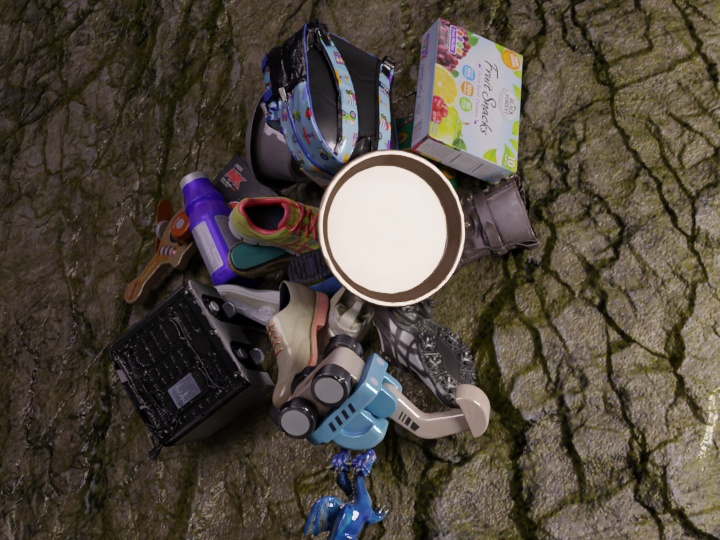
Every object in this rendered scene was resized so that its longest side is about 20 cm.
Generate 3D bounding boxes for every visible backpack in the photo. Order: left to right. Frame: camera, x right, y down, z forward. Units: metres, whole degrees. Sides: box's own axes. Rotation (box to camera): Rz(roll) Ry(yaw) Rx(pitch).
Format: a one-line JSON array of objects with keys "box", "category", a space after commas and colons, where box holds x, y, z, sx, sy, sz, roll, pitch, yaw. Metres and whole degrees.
[{"box": [-0.037, -0.203, 1.597, 0.134, 0.182, 0.200, -26, 61, 36], "category": "backpack"}]

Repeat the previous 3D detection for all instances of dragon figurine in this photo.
[{"box": [-0.027, 0.313, 1.474, 0.059, 0.099, 0.200, 15, 74, 45], "category": "dragon figurine"}]

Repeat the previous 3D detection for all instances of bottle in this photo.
[{"box": [-0.222, -0.060, 1.852, 0.065, 0.084, 0.200, -33, 68, 16], "category": "bottle"}]

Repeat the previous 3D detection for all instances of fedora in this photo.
[{"box": [-0.081, -0.206, 1.805, 0.090, 0.177, 0.200, 22, 58, 35], "category": "fedora"}]

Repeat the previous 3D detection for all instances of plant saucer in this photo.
[{"box": [0.037, -0.053, 1.525, 0.200, 0.200, 0.029, -64, 17, -12], "category": "plant saucer"}]

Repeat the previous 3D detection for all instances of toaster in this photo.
[{"box": [-0.244, 0.142, 1.708, 0.200, 0.119, 0.181, -38, 72, 15], "category": "toaster"}]

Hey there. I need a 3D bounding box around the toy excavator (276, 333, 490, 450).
[{"box": [0.030, 0.167, 1.464, 0.194, 0.200, 0.100, -45, 11, 25], "category": "toy excavator"}]

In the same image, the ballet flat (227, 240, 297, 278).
[{"box": [-0.099, -0.036, 1.770, 0.200, 0.071, 0.071, -18, 46, -7], "category": "ballet flat"}]

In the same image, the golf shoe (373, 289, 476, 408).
[{"box": [0.079, 0.106, 1.551, 0.200, 0.078, 0.095, 62, 140, 32], "category": "golf shoe"}]

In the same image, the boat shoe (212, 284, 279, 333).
[{"box": [-0.165, 0.067, 1.770, 0.202, 0.074, 0.065, 4, 62, 34], "category": "boat shoe"}]

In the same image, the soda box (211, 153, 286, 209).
[{"box": [-0.155, -0.102, 1.876, 0.071, 0.063, 0.200, -49, 43, 3], "category": "soda box"}]

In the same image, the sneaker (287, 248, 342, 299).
[{"box": [0.000, 0.000, 1.688, 0.200, 0.078, 0.066, -14, 52, 10], "category": "sneaker"}]

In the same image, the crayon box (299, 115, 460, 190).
[{"box": [0.029, -0.152, 1.713, 0.200, 0.119, 0.058, -7, 60, 37], "category": "crayon box"}]

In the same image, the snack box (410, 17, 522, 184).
[{"box": [0.148, -0.231, 1.645, 0.053, 0.142, 0.200, -36, 40, 52], "category": "snack box"}]

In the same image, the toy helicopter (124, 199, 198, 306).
[{"box": [-0.322, -0.029, 1.961, 0.200, 0.079, 0.132, -51, 43, 8], "category": "toy helicopter"}]

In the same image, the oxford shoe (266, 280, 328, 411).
[{"box": [-0.098, 0.100, 1.594, 0.071, 0.074, 0.200, -46, 24, 41], "category": "oxford shoe"}]

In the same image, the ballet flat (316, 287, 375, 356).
[{"box": [-0.005, 0.043, 1.618, 0.200, 0.069, 0.069, -60, 41, 16], "category": "ballet flat"}]

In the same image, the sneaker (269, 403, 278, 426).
[{"box": [-0.056, 0.160, 1.608, 0.200, 0.088, 0.074, -19, 54, 32], "category": "sneaker"}]

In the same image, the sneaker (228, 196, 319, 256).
[{"box": [-0.088, -0.062, 1.697, 0.200, 0.090, 0.078, 6, 74, -3], "category": "sneaker"}]

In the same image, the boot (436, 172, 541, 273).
[{"box": [0.136, -0.082, 1.604, 0.174, 0.069, 0.200, -28, 67, 12], "category": "boot"}]
